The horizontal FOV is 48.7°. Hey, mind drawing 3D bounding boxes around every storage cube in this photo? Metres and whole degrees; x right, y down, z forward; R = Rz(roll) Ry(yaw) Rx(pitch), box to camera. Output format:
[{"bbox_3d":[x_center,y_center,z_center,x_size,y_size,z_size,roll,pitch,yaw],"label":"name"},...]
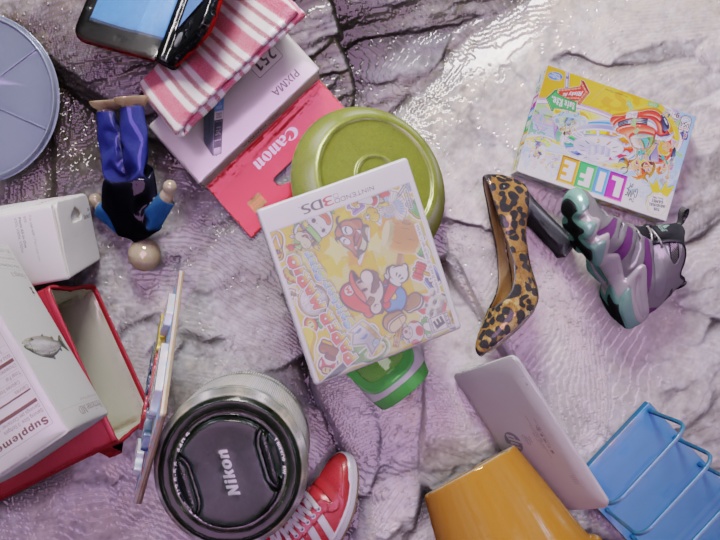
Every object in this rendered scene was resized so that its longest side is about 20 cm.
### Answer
[{"bbox_3d":[-0.360,0.135,0.881,0.177,0.171,0.203,-24,91,-2],"label":"storage cube"}]

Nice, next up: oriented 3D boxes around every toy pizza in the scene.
[{"bbox_3d":[-0.456,-0.204,0.948,0.196,0.032,0.205,0,90,-4],"label":"toy pizza"}]

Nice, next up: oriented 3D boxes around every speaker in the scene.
[{"bbox_3d":[-0.006,0.062,0.944,0.088,0.088,0.201,-37,92,-3],"label":"speaker"}]

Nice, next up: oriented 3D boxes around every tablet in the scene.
[{"bbox_3d":[0.196,0.196,0.936,0.014,0.130,0.202,-33,91,-31],"label":"tablet"}]

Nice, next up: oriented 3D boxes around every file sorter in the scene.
[{"bbox_3d":[0.382,0.287,0.944,0.139,0.123,0.200,-44,92,-2],"label":"file sorter"}]

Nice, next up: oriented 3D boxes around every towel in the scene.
[{"bbox_3d":[-0.163,-0.249,0.918,0.200,0.147,0.030,-44,133,2],"label":"towel"}]

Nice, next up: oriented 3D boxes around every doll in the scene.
[{"bbox_3d":[-0.266,-0.099,0.933,0.134,0.048,0.204,0,102,28],"label":"doll"}]

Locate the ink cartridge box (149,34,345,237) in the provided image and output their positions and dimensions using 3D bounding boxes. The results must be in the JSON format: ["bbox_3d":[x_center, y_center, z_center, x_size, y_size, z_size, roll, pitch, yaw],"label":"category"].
[{"bbox_3d":[-0.122,-0.173,0.959,0.200,0.045,0.176,-43,91,-2],"label":"ink cartridge box"}]

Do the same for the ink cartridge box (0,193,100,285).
[{"bbox_3d":[-0.410,-0.025,0.888,0.196,0.145,0.089,-12,101,-4],"label":"ink cartridge box"}]

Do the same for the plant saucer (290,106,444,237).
[{"bbox_3d":[0.016,-0.105,0.936,0.196,0.031,0.204,6,73,-18],"label":"plant saucer"}]

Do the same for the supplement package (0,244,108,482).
[{"bbox_3d":[-0.348,0.087,0.739,0.116,0.117,0.202,-32,89,-2],"label":"supplement package"}]

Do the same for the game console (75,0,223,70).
[{"bbox_3d":[-0.219,-0.348,0.900,0.117,0.171,0.204,23,72,-28],"label":"game console"}]

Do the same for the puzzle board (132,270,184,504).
[{"bbox_3d":[-0.218,0.120,0.852,0.017,0.202,0.152,11,130,-16],"label":"puzzle board"}]

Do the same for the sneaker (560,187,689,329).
[{"bbox_3d":[0.329,-0.043,0.946,0.139,0.078,0.201,-34,118,1],"label":"sneaker"}]

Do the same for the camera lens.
[{"bbox_3d":[-0.135,0.199,0.877,0.156,0.200,0.164,0,90,-3],"label":"camera lens"}]

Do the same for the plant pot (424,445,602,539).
[{"bbox_3d":[0.168,0.313,0.908,0.198,0.200,0.185,-28,76,-3],"label":"plant pot"}]

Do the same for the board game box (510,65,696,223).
[{"bbox_3d":[0.300,-0.155,0.985,0.196,0.034,0.137,17,89,-3],"label":"board game box"}]

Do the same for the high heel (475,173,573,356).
[{"bbox_3d":[0.157,-0.011,0.954,0.142,0.071,0.201,41,71,-9],"label":"high heel"}]

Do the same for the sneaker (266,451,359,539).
[{"bbox_3d":[-0.082,0.298,0.927,0.111,0.071,0.203,24,90,-30],"label":"sneaker"}]

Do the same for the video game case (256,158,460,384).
[{"bbox_3d":[0.000,0.000,0.886,0.179,0.023,0.204,-20,95,-9],"label":"video game case"}]
